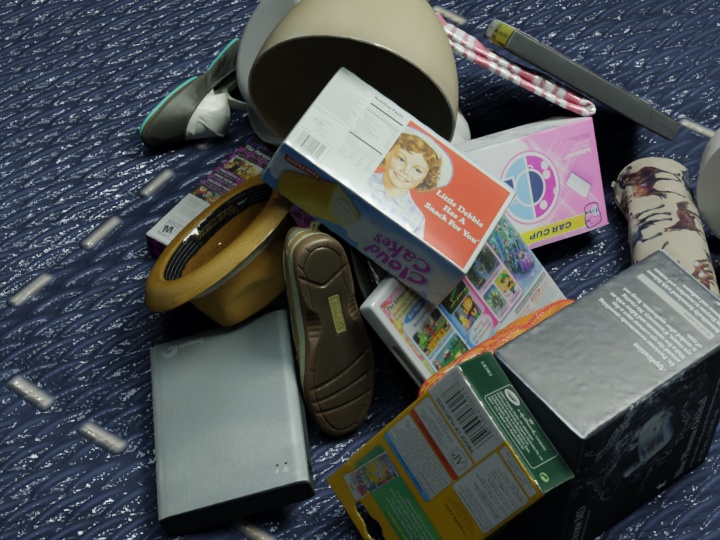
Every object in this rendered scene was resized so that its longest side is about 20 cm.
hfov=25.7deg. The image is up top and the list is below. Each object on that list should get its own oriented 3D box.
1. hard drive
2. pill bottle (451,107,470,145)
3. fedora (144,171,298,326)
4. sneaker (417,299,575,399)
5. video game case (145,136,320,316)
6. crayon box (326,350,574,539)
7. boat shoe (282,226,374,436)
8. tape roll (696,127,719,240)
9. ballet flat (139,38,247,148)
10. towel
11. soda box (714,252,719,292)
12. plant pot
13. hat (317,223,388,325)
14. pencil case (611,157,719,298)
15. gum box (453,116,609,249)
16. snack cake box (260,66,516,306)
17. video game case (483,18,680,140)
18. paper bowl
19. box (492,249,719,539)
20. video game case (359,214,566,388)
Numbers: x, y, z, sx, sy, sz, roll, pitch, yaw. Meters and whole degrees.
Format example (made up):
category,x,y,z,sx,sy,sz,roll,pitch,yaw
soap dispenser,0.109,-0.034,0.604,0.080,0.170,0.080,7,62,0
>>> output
category,x,y,z,sx,sy,sz,roll,pitch,yaw
hard drive,-0.120,0.136,1.449,0.139,0.033,0.200,-16,47,7
pill bottle,0.052,-0.159,1.691,0.114,0.114,0.200,-10,49,-10
fedora,-0.114,-0.012,1.507,0.201,0.082,0.201,-33,21,15
sneaker,0.135,0.088,1.447,0.200,0.073,0.077,-24,13,-23
video game case,-0.088,-0.039,1.630,0.200,0.036,0.181,27,53,22
crayon box,0.071,0.174,1.330,0.052,0.200,0.126,-19,70,-48
boat shoe,-0.034,0.053,1.460,0.072,0.200,0.076,-13,22,-21
tape roll,0.437,-0.082,1.571,0.203,0.203,0.037,11,49,9
ballet flat,-0.161,-0.192,1.752,0.068,0.068,0.200,31,54,14
towel,0.156,-0.217,1.666,0.200,0.030,0.146,26,10,-3
soda box,0.454,0.016,1.573,0.200,0.063,0.071,16,49,12
plant pot,0.007,-0.206,1.517,0.200,0.200,0.135,11,58,9
hat,0.000,0.000,1.522,0.081,0.201,0.201,-15,44,20
pencil case,0.305,-0.025,1.597,0.089,0.078,0.200,-11,46,10
gum box,0.155,-0.081,1.599,0.200,0.114,0.066,-18,14,-26
snack cake box,0.026,-0.077,1.428,0.200,0.067,0.115,36,53,-2
video game case,0.232,-0.206,1.682,0.200,0.026,0.181,28,10,-8
paper bowl,-0.056,-0.226,1.681,0.104,0.201,0.201,18,36,-36
box,0.215,0.120,1.382,0.200,0.197,0.117,-29,55,-25
video game case,0.108,0.041,1.491,0.182,0.024,0.200,52,53,-16
